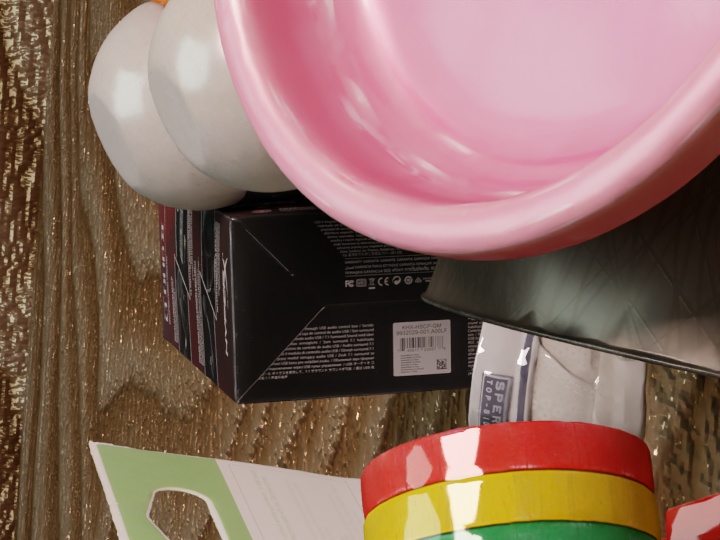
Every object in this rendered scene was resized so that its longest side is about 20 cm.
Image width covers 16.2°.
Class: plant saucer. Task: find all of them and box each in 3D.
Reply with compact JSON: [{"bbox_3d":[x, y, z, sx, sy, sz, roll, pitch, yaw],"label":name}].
[{"bbox_3d":[0.048,-0.099,0.608,0.200,0.051,0.201,-13,71,43],"label":"plant saucer"}]

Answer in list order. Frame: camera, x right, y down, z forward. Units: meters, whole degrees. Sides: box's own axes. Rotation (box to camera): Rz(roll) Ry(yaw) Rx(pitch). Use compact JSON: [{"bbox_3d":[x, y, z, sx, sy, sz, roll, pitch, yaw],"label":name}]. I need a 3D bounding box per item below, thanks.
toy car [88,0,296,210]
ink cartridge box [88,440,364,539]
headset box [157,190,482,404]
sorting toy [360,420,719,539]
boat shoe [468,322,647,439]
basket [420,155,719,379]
[{"bbox_3d":[-0.018,-0.118,0.932,0.150,0.175,0.200,66,161,-5],"label":"toy car"},{"bbox_3d":[0.005,0.116,0.910,0.146,0.199,0.048,-127,45,-69],"label":"ink cartridge box"},{"bbox_3d":[0.000,0.000,1.057,0.200,0.148,0.077,-148,56,-75],"label":"headset box"},{"bbox_3d":[0.074,0.092,0.635,0.199,0.199,0.070,124,144,-64],"label":"sorting toy"},{"bbox_3d":[0.093,-0.012,0.864,0.200,0.070,0.071,-65,-19,-49],"label":"boat shoe"},{"bbox_3d":[0.114,-0.074,0.661,0.180,0.136,0.201,12,93,39],"label":"basket"}]
